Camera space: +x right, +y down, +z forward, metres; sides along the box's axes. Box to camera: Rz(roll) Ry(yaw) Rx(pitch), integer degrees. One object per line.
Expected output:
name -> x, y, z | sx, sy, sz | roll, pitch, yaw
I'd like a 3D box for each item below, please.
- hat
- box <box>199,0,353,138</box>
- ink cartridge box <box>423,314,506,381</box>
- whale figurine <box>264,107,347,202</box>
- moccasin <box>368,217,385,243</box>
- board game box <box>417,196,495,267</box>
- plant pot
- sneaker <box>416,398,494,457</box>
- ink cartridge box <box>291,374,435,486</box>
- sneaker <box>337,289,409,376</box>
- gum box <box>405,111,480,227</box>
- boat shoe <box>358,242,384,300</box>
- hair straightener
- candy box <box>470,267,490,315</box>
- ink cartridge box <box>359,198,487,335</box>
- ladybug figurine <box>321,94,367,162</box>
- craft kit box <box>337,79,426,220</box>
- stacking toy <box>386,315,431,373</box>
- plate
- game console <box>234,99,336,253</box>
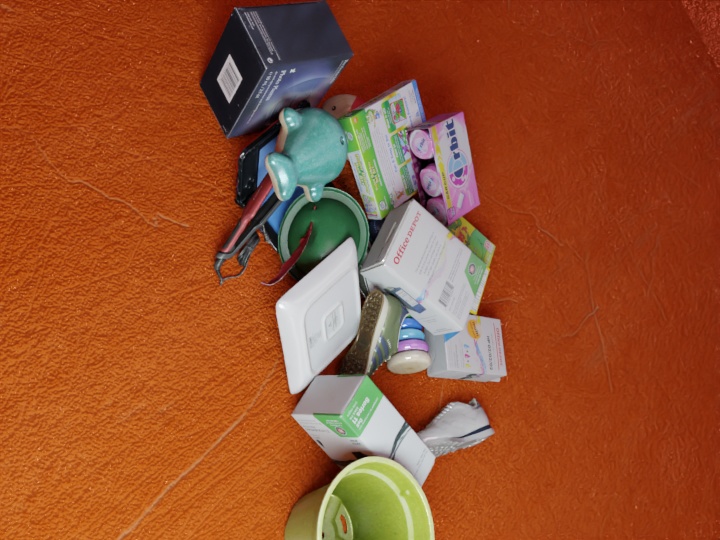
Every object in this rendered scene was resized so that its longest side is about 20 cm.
hat -> -0.053, -0.040, 1.085 | 0.162, 0.176, 0.205 | 27, 88, -12
box -> -0.148, -0.353, 1.163 | 0.195, 0.199, 0.126 | -25, 81, -38
ink cartridge box -> 0.223, 0.154, 1.316 | 0.195, 0.067, 0.119 | 10, 67, -32
whale figurine -> -0.085, -0.190, 1.084 | 0.201, 0.101, 0.163 | -56, 134, -56
moccasin -> 0.104, -0.056, 1.313 | 0.196, 0.068, 0.083 | 27, 59, -24
board game box -> 0.190, -0.065, 1.391 | 0.198, 0.047, 0.103 | 38, 55, -17
plant pot -> -0.020, 0.392, 0.982 | 0.195, 0.183, 0.207 | 13, 65, -29
sneaker -> 0.161, 0.292, 1.228 | 0.196, 0.076, 0.083 | -1, 61, -40
ink cartridge box -> 0.006, 0.265, 1.053 | 0.201, 0.145, 0.084 | 51, 55, -20
sneaker -> 0.029, 0.142, 1.149 | 0.088, 0.066, 0.206 | 18, 93, -39
gum box -> 0.166, -0.196, 1.312 | 0.112, 0.065, 0.206 | -31, 114, -38
boat shoe -> 0.000, 0.000, 1.225 | 0.070, 0.062, 0.205 | 17, 51, -68
hair straightener -> -0.174, -0.059, 1.096 | 0.077, 0.040, 0.204 | 38, 77, -42
candy box -> 0.169, -0.003, 1.292 | 0.197, 0.026, 0.105 | 32, 72, -27
ink cartridge box -> 0.115, -0.004, 1.186 | 0.199, 0.087, 0.148 | 39, 62, -21
ladybug figurine -> 0.010, -0.278, 1.330 | 0.198, 0.071, 0.138 | 36, 55, -19
craft kit box -> 0.061, -0.235, 1.281 | 0.196, 0.048, 0.205 | -38, 119, -37
stacking toy -> 0.081, 0.085, 1.245 | 0.083, 0.085, 0.206 | 11, 60, -30
plate -> -0.055, 0.080, 1.094 | 0.199, 0.032, 0.204 | -42, 141, -38
game console -> -0.119, -0.168, 1.175 | 0.117, 0.175, 0.201 | 31, 52, 12
